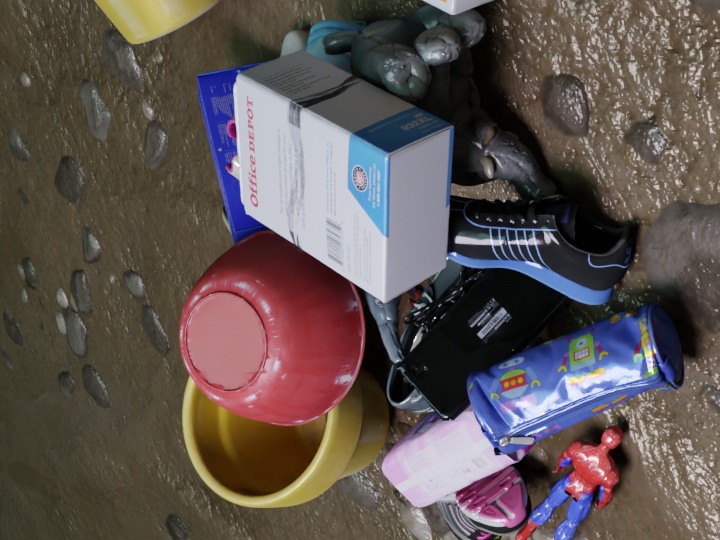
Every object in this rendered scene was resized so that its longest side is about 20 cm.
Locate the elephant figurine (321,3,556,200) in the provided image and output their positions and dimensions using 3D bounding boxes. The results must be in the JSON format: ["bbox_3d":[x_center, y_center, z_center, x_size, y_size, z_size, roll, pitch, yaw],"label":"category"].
[{"bbox_3d":[0.076,-0.134,1.163,0.156,0.140,0.202,-120,6,-59],"label":"elephant figurine"}]

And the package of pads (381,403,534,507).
[{"bbox_3d":[0.115,0.164,1.282,0.076,0.120,0.200,50,144,0],"label":"package of pads"}]

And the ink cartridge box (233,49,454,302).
[{"bbox_3d":[-0.017,-0.088,1.113,0.199,0.083,0.147,32,136,37],"label":"ink cartridge box"}]

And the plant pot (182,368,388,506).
[{"bbox_3d":[-0.067,0.161,1.414,0.198,0.188,0.204,-5,80,29],"label":"plant pot"}]

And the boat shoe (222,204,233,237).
[{"bbox_3d":[-0.087,-0.013,1.370,0.200,0.073,0.064,37,138,37],"label":"boat shoe"}]

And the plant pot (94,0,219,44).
[{"bbox_3d":[-0.244,-0.363,1.377,0.199,0.201,0.191,6,130,50],"label":"plant pot"}]

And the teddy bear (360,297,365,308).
[{"bbox_3d":[-0.030,-0.045,1.401,0.145,0.066,0.202,-46,64,48],"label":"teddy bear"}]

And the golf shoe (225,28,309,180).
[{"bbox_3d":[-0.088,-0.171,1.304,0.075,0.090,0.203,136,143,-57],"label":"golf shoe"}]

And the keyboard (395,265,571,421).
[{"bbox_3d":[0.121,0.041,1.205,0.200,0.040,0.104,-46,73,10],"label":"keyboard"}]

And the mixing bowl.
[{"bbox_3d":[-0.106,0.063,1.249,0.197,0.108,0.204,3,96,28],"label":"mixing bowl"}]

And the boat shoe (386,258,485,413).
[{"bbox_3d":[0.081,0.054,1.264,0.073,0.061,0.202,35,112,38],"label":"boat shoe"}]

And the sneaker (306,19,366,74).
[{"bbox_3d":[-0.003,-0.175,1.280,0.078,0.132,0.201,1,152,18],"label":"sneaker"}]

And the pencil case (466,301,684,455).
[{"bbox_3d":[0.188,0.099,1.114,0.198,0.088,0.078,-25,127,24],"label":"pencil case"}]

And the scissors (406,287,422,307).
[{"bbox_3d":[0.061,0.021,1.362,0.202,0.014,0.073,64,152,5],"label":"scissors"}]

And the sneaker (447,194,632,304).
[{"bbox_3d":[0.145,-0.039,1.122,0.197,0.071,0.079,18,134,3],"label":"sneaker"}]

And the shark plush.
[{"bbox_3d":[0.000,0.000,1.269,0.090,0.083,0.203,-10,75,19],"label":"shark plush"}]

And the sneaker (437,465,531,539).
[{"bbox_3d":[0.136,0.257,1.344,0.088,0.073,0.200,60,163,-10],"label":"sneaker"}]

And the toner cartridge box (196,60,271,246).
[{"bbox_3d":[-0.112,-0.127,1.359,0.043,0.094,0.202,100,157,-63],"label":"toner cartridge box"}]

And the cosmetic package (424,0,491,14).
[{"bbox_3d":[0.041,-0.318,1.130,0.199,0.071,0.103,35,135,36],"label":"cosmetic package"}]

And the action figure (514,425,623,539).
[{"bbox_3d":[0.215,0.219,1.254,0.065,0.051,0.201,43,140,20],"label":"action figure"}]
